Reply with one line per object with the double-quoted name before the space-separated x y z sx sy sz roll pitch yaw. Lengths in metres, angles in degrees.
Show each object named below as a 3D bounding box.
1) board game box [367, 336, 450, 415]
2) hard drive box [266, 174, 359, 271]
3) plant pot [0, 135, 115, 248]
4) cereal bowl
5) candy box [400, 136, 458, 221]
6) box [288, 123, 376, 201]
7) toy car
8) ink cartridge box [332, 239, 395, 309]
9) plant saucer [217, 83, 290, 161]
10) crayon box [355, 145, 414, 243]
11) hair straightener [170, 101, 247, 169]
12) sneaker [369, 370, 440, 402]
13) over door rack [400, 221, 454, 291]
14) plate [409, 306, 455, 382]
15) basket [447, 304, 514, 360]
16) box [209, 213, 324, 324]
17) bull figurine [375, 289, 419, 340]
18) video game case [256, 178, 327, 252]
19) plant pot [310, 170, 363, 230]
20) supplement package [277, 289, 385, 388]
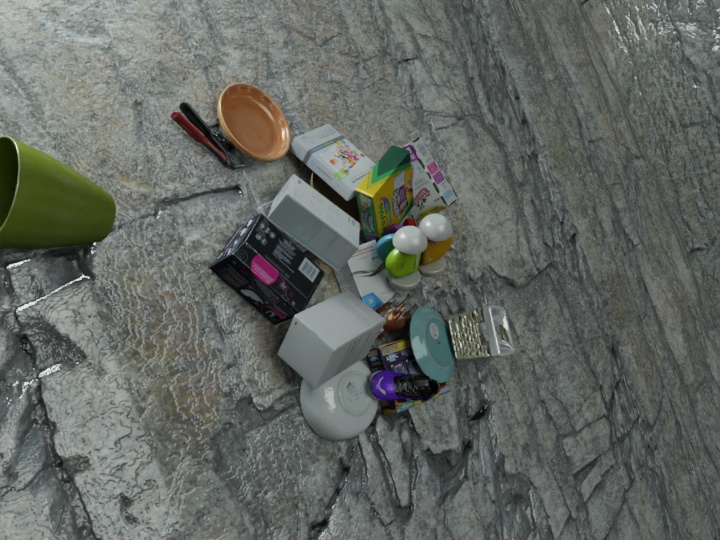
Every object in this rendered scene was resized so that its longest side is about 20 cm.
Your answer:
"board game box" 0.121 0.255 1.623 0.200 0.057 0.166 -10 80 -41
"hard drive box" -0.101 -0.111 1.461 0.200 0.077 0.156 37 20 -15
"plant pot" -0.547 -0.115 1.136 0.200 0.187 0.188 15 65 -51
"cereal bowl" -0.034 0.285 1.467 0.200 0.083 0.201 13 68 -36
"candy box" 0.158 -0.247 1.767 0.061 0.136 0.200 -41 102 -38
"box" -0.057 -0.271 1.599 0.200 0.041 0.156 43 40 9
"toy car" 0.124 -0.063 1.592 0.200 0.175 0.150 -27 52 -29
"ink cartridge box" 0.000 0.000 1.600 0.116 0.067 0.201 -21 89 -41
"plant saucer" -0.252 -0.343 1.512 0.200 0.037 0.201 25 53 -37
"crayon box" 0.066 -0.182 1.620 0.173 0.058 0.200 -54 153 -27
"hair straightener" -0.327 -0.306 1.451 0.200 0.041 0.077 40 54 -23
"sneaker" 0.111 0.265 1.495 0.200 0.099 0.070 13 68 -44
"over door rack" 0.134 -0.041 1.714 0.200 0.067 0.148 26 58 -7
"plate" 0.194 0.186 1.650 0.200 0.026 0.201 26 54 -43
"basket" 0.324 0.172 1.730 0.200 0.123 0.136 12 66 -65
"box" -0.201 -0.001 1.404 0.200 0.115 0.132 44 51 -21
"bull figurine" 0.074 0.110 1.563 0.065 0.121 0.200 47 10 12
"video game case" -0.142 -0.126 1.559 0.200 0.018 0.143 -35 98 -41
"plant pot" -0.056 -0.184 1.625 0.200 0.027 0.201 26 52 -40
"supplement package" -0.062 0.146 1.415 0.121 0.120 0.200 39 32 20
